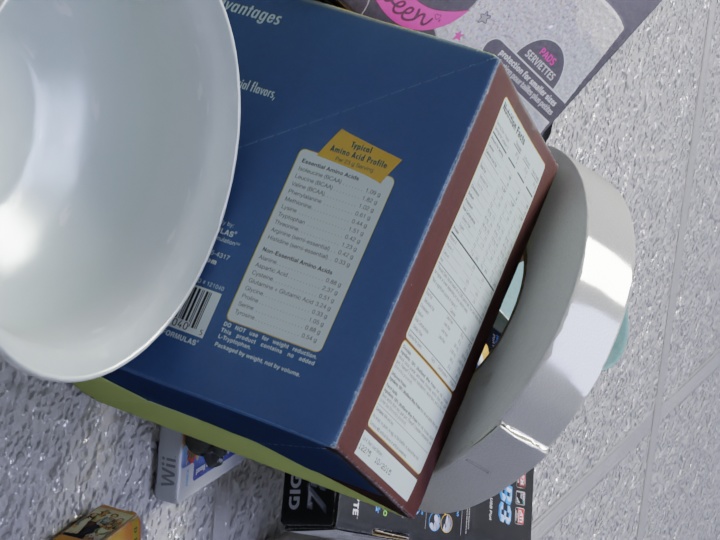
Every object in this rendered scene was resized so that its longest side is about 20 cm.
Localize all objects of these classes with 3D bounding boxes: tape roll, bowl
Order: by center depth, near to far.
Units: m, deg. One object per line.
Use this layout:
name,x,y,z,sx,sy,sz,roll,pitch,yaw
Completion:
bowl,-0.144,-0.057,1.000,0.201,0.090,0.202,-28,124,-53
tape roll,0.064,0.029,1.203,0.037,0.202,0.204,30,68,-26

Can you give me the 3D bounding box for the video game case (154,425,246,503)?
video game case,-0.072,0.019,1.330,0.143,0.018,0.201,-29,128,-63

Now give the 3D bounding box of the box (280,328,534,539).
box,0.038,0.074,1.431,0.198,0.049,0.201,17,73,-50

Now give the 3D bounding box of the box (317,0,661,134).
box,0.043,-0.169,1.177,0.132,0.115,0.200,-48,134,3

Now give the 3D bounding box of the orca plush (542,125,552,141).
orca plush,0.121,-0.149,1.441,0.105,0.071,0.201,63,34,-39

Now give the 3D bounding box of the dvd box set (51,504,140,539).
dvd box set,-0.174,0.223,1.170,0.200,0.029,0.147,-35,133,-58

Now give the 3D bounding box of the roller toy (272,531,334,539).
roller toy,-0.006,0.265,1.461,0.200,0.139,0.184,-29,128,-61

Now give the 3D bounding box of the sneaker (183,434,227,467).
sneaker,-0.050,0.010,1.264,0.201,0.098,0.071,-57,164,12

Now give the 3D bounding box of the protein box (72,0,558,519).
protein box,-0.038,-0.017,1.132,0.201,0.198,0.135,-66,156,-13

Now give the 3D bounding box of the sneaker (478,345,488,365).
sneaker,0.000,0.000,1.312,0.088,0.075,0.201,-35,102,-32

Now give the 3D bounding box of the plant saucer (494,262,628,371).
plant saucer,0.092,-0.018,1.441,0.201,0.039,0.202,37,35,-32
